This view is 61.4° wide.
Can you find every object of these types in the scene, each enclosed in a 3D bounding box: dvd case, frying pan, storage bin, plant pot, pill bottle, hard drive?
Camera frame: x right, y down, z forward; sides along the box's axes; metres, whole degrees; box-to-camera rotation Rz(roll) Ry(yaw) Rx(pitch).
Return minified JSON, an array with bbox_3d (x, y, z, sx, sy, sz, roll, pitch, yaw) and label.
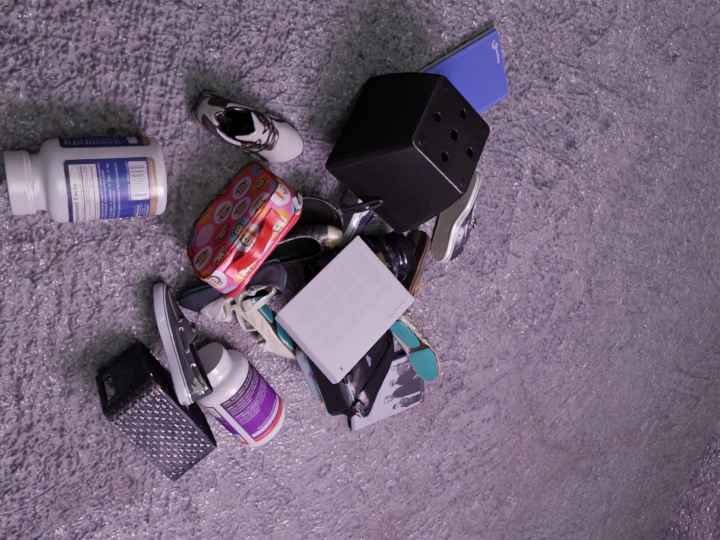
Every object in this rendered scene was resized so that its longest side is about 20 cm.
[{"bbox_3d":[0.059,0.264,1.363,0.196,0.025,0.154,-16,120,-25],"label":"dvd case"},{"bbox_3d":[-0.061,-0.106,1.048,0.114,0.031,0.189,34,130,-25],"label":"frying pan"},{"bbox_3d":[-0.343,0.240,1.028,0.093,0.135,0.202,-37,127,-10],"label":"storage bin"},{"bbox_3d":[0.094,-0.205,1.006,0.198,0.176,0.203,37,68,-29],"label":"plant pot"},{"bbox_3d":[-0.379,-0.127,0.846,0.196,0.111,0.114,-8,117,-28],"label":"pill bottle"},{"bbox_3d":[0.190,-0.348,1.149,0.198,0.025,0.134,-33,126,-14],"label":"hard drive"},{"bbox_3d":[-0.227,0.225,1.109,0.112,0.112,0.202,-38,127,-10],"label":"pill bottle"},{"bbox_3d":[0.000,0.000,1.143,0.197,0.112,0.114,-25,124,-19],"label":"pill bottle"}]

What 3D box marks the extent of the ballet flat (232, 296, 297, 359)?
[{"bbox_3d":[-0.178,0.104,1.121,0.069,0.069,0.202,-39,125,-9],"label":"ballet flat"}]

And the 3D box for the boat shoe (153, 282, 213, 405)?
[{"bbox_3d":[-0.293,0.117,1.001,0.055,0.069,0.205,-15,88,-8],"label":"boat shoe"}]

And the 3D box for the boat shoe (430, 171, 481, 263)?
[{"bbox_3d":[0.204,-0.110,1.246,0.061,0.074,0.204,-1,118,-36],"label":"boat shoe"}]

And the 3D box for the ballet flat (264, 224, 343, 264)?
[{"bbox_3d":[-0.123,-0.032,1.054,0.195,0.057,0.068,-15,131,-4],"label":"ballet flat"}]

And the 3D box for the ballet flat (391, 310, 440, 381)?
[{"bbox_3d":[0.121,0.152,1.310,0.074,0.065,0.202,-15,123,27],"label":"ballet flat"}]

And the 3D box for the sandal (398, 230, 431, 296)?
[{"bbox_3d":[0.093,0.017,1.242,0.054,0.081,0.204,21,93,-49],"label":"sandal"}]

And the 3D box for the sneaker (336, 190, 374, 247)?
[{"bbox_3d":[0.014,-0.129,1.112,0.078,0.078,0.204,19,100,-31],"label":"sneaker"}]

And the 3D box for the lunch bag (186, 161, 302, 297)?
[{"bbox_3d":[-0.183,-0.065,0.957,0.082,0.176,0.201,38,91,-35],"label":"lunch bag"}]

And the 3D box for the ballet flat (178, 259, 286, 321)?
[{"bbox_3d":[-0.212,0.045,1.014,0.196,0.074,0.074,-20,125,6],"label":"ballet flat"}]

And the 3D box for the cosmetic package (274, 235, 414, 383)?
[{"bbox_3d":[-0.025,0.065,1.034,0.151,0.052,0.200,46,70,1],"label":"cosmetic package"}]

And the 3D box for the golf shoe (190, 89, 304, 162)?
[{"bbox_3d":[-0.164,-0.212,0.951,0.197,0.094,0.079,13,105,-37],"label":"golf shoe"}]

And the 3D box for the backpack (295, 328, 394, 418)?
[{"bbox_3d":[-0.021,0.159,1.169,0.200,0.151,0.179,-49,126,-42],"label":"backpack"}]
